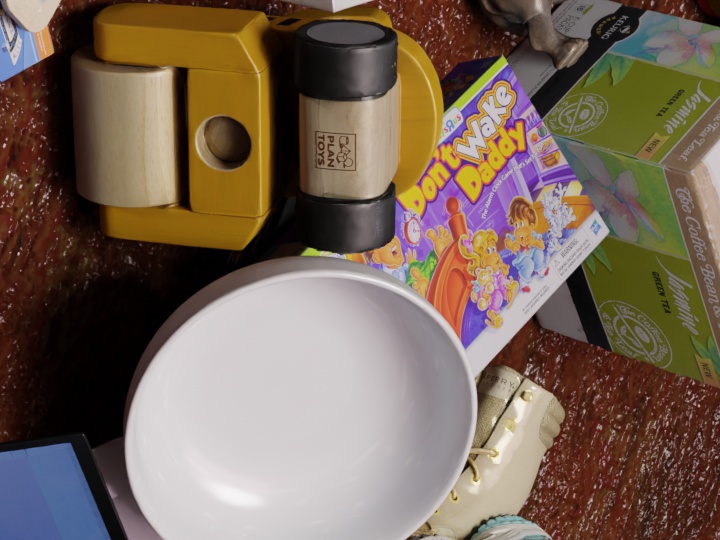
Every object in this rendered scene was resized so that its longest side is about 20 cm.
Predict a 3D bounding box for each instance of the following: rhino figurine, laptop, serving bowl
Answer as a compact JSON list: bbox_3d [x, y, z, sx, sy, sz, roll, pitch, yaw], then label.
[{"bbox_3d":[0.150,-0.216,1.714,0.200,0.087,0.060,-49,174,-26],"label":"rhino figurine"},{"bbox_3d":[-0.223,0.199,1.431,0.200,0.103,0.178,-41,130,-31],"label":"laptop"},{"bbox_3d":[-0.038,0.073,1.474,0.199,0.066,0.201,-7,121,-11],"label":"serving bowl"}]

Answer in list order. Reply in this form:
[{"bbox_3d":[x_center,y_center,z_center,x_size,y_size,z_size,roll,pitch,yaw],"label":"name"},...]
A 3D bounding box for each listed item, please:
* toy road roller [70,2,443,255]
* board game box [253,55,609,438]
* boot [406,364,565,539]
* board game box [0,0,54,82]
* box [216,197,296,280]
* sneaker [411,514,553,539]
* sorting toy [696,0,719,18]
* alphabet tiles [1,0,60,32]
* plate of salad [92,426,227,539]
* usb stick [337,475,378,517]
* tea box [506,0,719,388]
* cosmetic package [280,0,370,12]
[{"bbox_3d":[-0.053,-0.091,1.486,0.146,0.199,0.124,-59,151,-66],"label":"toy road roller"},{"bbox_3d":[0.046,-0.014,1.572,0.200,0.045,0.135,-46,113,-30],"label":"board game box"},{"bbox_3d":[0.059,0.132,1.737,0.200,0.073,0.156,27,87,-54],"label":"boot"},{"bbox_3d":[-0.221,-0.182,1.359,0.103,0.019,0.201,-33,126,-35],"label":"board game box"},{"bbox_3d":[0.000,0.000,1.595,0.159,0.046,0.201,34,68,-30],"label":"box"},{"bbox_3d":[0.079,0.208,1.669,0.200,0.086,0.078,-20,126,-50],"label":"sneaker"},{"bbox_3d":[0.326,-0.218,1.914,0.200,0.069,0.199,-53,136,-20],"label":"sorting toy"},{"bbox_3d":[-0.160,-0.235,1.391,0.200,0.015,0.196,47,62,-51],"label":"alphabet tiles"},{"bbox_3d":[-0.136,0.171,1.545,0.199,0.048,0.201,-18,128,-24],"label":"plate of salad"},{"bbox_3d":[-0.020,0.174,1.620,0.055,0.033,0.200,-34,165,-35],"label":"usb stick"},{"bbox_3d":[0.200,-0.050,1.739,0.134,0.196,0.201,-46,132,-27],"label":"tea box"},{"bbox_3d":[0.013,-0.215,1.537,0.199,0.113,0.082,-22,119,-40],"label":"cosmetic package"}]
